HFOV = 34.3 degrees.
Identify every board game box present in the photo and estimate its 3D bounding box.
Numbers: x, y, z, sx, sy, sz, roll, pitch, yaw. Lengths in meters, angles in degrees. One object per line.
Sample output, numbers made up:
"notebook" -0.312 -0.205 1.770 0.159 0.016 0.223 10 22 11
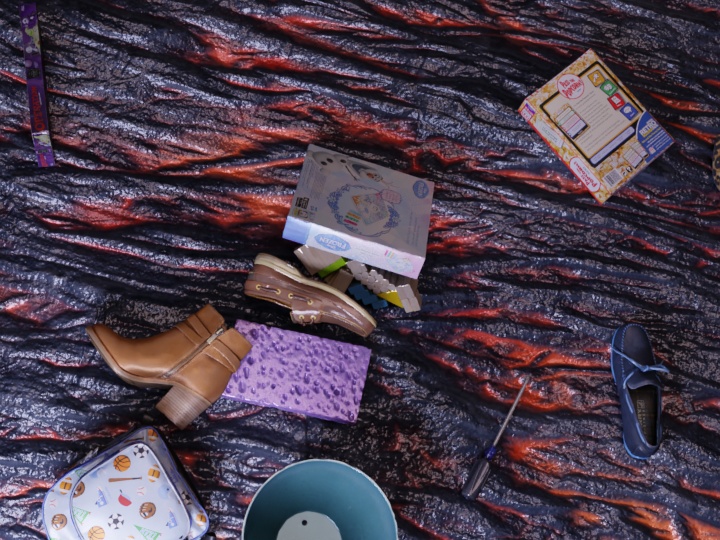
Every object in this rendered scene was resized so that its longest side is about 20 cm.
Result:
"board game box" 0.001 -0.088 1.674 0.198 0.044 0.200 16 36 -3
"board game box" -0.460 -0.263 1.663 0.032 0.120 0.201 -8 74 -8
"board game box" 0.370 -0.228 1.831 0.151 0.046 0.200 -37 82 -18

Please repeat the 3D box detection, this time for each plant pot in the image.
"plant pot" -0.060 0.356 1.530 0.199 0.135 0.201 3 73 -9

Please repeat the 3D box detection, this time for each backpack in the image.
"backpack" -0.308 0.312 1.501 0.190 0.154 0.201 -31 83 -6

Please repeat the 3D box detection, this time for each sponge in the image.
"sponge" -0.092 0.144 1.647 0.199 0.030 0.112 13 71 -6

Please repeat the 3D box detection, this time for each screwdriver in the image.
"screwdriver" 0.200 0.240 1.669 0.029 0.028 0.200 45 67 -27

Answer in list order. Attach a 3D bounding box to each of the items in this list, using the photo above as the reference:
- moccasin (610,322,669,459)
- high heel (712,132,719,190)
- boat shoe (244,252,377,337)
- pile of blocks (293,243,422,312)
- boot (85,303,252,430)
"moccasin" 0.417 0.171 1.704 0.080 0.068 0.201 -4 73 -11
"high heel" 0.613 -0.142 1.795 0.071 0.143 0.201 -14 76 -13
"boat shoe" -0.073 0.049 1.661 0.199 0.072 0.068 27 76 6
"pile of blocks" 0.000 0.000 1.699 0.199 0.082 0.062 31 31 -8
"boot" -0.261 0.100 1.595 0.200 0.077 0.155 39 77 9
